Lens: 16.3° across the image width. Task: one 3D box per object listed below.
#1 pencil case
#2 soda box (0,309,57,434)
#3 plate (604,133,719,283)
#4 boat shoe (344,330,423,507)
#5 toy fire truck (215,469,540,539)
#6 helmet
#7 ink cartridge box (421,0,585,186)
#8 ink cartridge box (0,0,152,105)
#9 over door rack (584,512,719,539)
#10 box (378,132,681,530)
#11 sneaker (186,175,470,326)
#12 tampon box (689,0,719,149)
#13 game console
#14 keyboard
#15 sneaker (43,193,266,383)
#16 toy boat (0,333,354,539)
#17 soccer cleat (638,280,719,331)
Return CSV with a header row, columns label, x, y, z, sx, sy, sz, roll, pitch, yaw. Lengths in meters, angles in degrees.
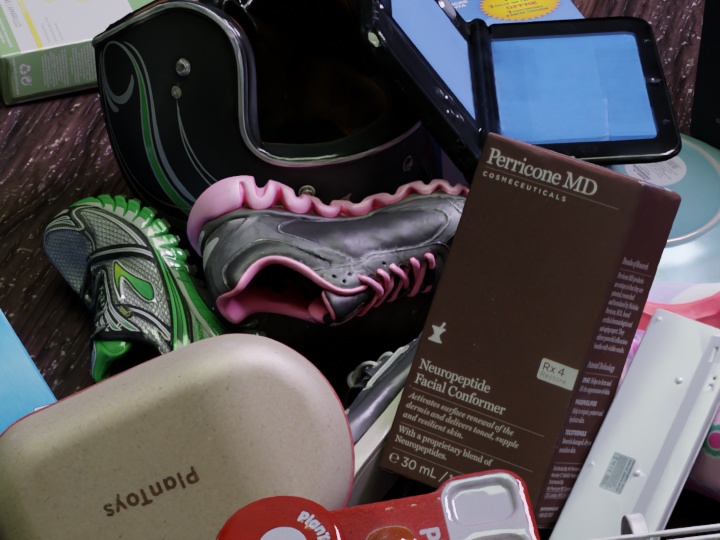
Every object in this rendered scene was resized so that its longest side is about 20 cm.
label,x,y,z,sx,sy,sz,roll,pitch,yaw
pencil case,0.205,0.095,1.428,0.200,0.088,0.087,21,41,23
soda box,-0.228,0.066,1.452,0.064,0.068,0.200,-15,41,-22
plate,0.174,-0.048,1.655,0.200,0.026,0.200,1,37,0
boat shoe,0.016,0.068,1.459,0.063,0.073,0.200,22,45,21
toy fire truck,0.022,0.192,1.237,0.168,0.112,0.200,-11,48,-3
helmet,-0.059,-0.096,1.571,0.200,0.191,0.200,-27,9,5
ink cartridge box,0.084,-0.137,1.703,0.136,0.076,0.200,-13,31,-10
ink cartridge box,-0.174,-0.188,1.804,0.200,0.048,0.146,-12,39,-14
over door rack,0.159,0.216,1.287,0.148,0.067,0.200,-6,52,-8
box,0.094,0.034,1.400,0.100,0.200,0.075,19,1,25
sneaker,0.000,0.000,1.469,0.200,0.079,0.095,0,41,-6
tampon box,0.321,-0.175,1.682,0.126,0.200,0.150,31,47,32
game console,0.092,-0.145,1.533,0.116,0.176,0.200,-33,24,16
keyboard,0.148,0.114,1.380,0.056,0.011,0.200,18,69,27
sneaker,-0.135,0.024,1.503,0.085,0.078,0.200,-23,45,-28
toy boat,-0.101,0.115,1.365,0.200,0.131,0.131,-23,-1,-3
soccer cleat,0.174,0.032,1.533,0.200,0.067,0.076,2,-1,14
